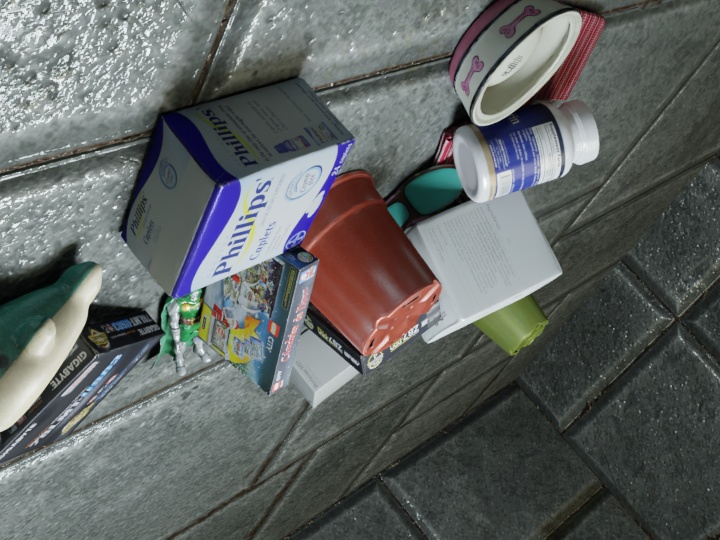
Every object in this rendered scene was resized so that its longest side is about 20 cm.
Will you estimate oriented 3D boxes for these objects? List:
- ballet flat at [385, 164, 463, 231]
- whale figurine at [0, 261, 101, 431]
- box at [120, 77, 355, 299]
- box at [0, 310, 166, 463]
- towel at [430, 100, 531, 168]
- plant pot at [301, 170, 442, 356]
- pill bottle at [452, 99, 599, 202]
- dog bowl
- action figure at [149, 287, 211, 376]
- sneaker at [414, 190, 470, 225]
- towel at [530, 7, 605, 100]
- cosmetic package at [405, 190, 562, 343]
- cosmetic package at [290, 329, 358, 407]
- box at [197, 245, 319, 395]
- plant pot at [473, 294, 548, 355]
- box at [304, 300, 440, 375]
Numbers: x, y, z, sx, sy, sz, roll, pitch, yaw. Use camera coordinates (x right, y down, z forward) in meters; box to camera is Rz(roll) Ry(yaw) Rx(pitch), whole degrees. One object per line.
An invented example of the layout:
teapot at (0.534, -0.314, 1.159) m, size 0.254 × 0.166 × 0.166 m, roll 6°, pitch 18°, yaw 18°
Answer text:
ballet flat at (0.075, -0.100, 1.615) m, size 0.199 × 0.069 × 0.071 m, roll -37°, pitch -177°, yaw 0°
whale figurine at (-0.348, 0.065, 1.055) m, size 0.201 × 0.103 × 0.159 m, roll -58°, pitch -170°, yaw -25°
box at (-0.132, -0.089, 1.104) m, size 0.199 × 0.105 × 0.185 m, roll -25°, pitch 156°, yaw -42°
box at (-0.346, 0.137, 1.225) m, size 0.200 × 0.050 × 0.198 m, roll -45°, pitch 175°, yaw 10°
towel at (0.191, -0.218, 1.639) m, size 0.199 × 0.023 × 0.145 m, roll -33°, pitch 163°, yaw -22°
plant pot at (0.000, 0.000, 1.453) m, size 0.200 × 0.196 × 0.201 m, roll -37°, pitch 162°, yaw -14°
pill bottle at (0.246, -0.182, 1.528) m, size 0.197 × 0.117 × 0.116 m, roll -17°, pitch 158°, yaw -11°
dog bowl at (0.202, -0.294, 1.390) m, size 0.199 × 0.074 × 0.201 m, roll -38°, pitch 163°, yaw -13°
action figure at (-0.228, 0.069, 1.375) m, size 0.117 × 0.055 × 0.201 m, roll -30°, pitch 156°, yaw -25°
sneaker at (0.177, -0.112, 1.769) m, size 0.199 × 0.079 × 0.089 m, roll -37°, pitch 165°, yaw -14°
towel at (0.304, -0.326, 1.557) m, size 0.199 × 0.022 × 0.146 m, roll -14°, pitch 134°, yaw -59°
cosmetic package at (0.175, -0.012, 1.630) m, size 0.198 × 0.167 × 0.165 m, roll -23°, pitch 172°, yaw -21°
cosmetic package at (-0.038, 0.140, 1.862) m, size 0.199 × 0.108 × 0.085 m, roll -37°, pitch 163°, yaw -20°
box at (-0.131, 0.038, 1.277) m, size 0.038 × 0.136 × 0.202 m, roll -28°, pitch 144°, yaw -46°
plant pot at (0.338, 0.090, 2.419) m, size 0.199 × 0.190 × 0.201 m, roll -37°, pitch 162°, yaw -14°
box at (0.000, 0.053, 1.579) m, size 0.160 × 0.199 × 0.050 m, roll -35°, pitch 139°, yaw -24°
